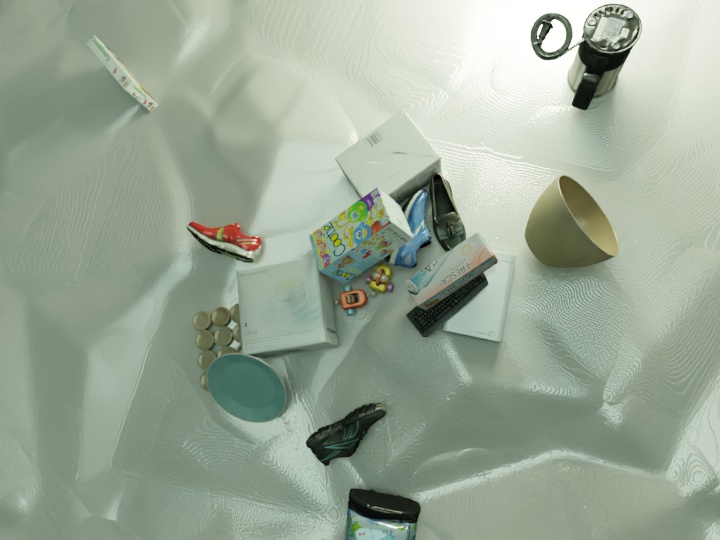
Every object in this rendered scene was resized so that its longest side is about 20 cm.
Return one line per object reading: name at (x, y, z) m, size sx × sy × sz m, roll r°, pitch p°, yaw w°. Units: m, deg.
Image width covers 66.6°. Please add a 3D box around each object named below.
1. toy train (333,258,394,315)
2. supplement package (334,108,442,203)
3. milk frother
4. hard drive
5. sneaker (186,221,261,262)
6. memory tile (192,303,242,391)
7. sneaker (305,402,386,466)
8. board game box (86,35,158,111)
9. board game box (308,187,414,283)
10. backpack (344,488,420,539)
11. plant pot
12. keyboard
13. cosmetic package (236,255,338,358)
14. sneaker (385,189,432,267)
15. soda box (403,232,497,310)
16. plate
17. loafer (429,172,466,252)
toy train at (0.000, 0.000, 1.298) m, size 0.149 × 0.056 × 0.202 m, roll -7°, pitch 78°, yaw 9°
supplement package at (0.069, -0.248, 1.306) m, size 0.199 × 0.111 × 0.156 m, roll -35°, pitch 75°, yaw 2°
milk frother at (0.489, -0.489, 1.234) m, size 0.200 × 0.188 × 0.181 m, roll 42°, pitch 88°, yaw 16°
hard drive at (0.271, 0.052, 1.250) m, size 0.131 × 0.027 × 0.201 m, roll 11°, pitch 81°, yaw 13°
sneaker at (-0.339, -0.086, 1.381) m, size 0.199 × 0.077 × 0.085 m, roll 21°, pitch 72°, yaw 7°
memory tile at (-0.331, 0.187, 1.344) m, size 0.152 × 0.017 × 0.201 m, roll -13°, pitch 76°, yaw 8°
sneaker at (-0.022, 0.365, 1.229) m, size 0.199 × 0.075 × 0.080 m, roll -31°, pitch 88°, yaw 10°
board game box at (-0.647, -0.534, 1.494) m, size 0.035 × 0.126 × 0.200 m, roll -42°, pitch 75°, yaw 1°
board game box at (0.000, -0.075, 1.229) m, size 0.199 × 0.105 × 0.104 m, roll -33°, pitch 57°, yaw 20°
backpack at (0.033, 0.584, 1.140) m, size 0.162 × 0.154 × 0.202 m, roll 12°, pitch 94°, yaw 6°
plant pot at (0.436, -0.084, 1.180) m, size 0.134 × 0.200 × 0.201 m, roll -39°, pitch 71°, yaw 38°
keyboard at (0.184, 0.045, 1.253) m, size 0.200 × 0.021 × 0.127 m, roll -42°, pitch 62°, yaw 10°
cosmetic package at (-0.170, 0.088, 1.279) m, size 0.198 × 0.123 × 0.202 m, roll -10°, pitch 75°, yaw 9°
sneaker at (0.128, -0.096, 1.292) m, size 0.089 × 0.079 × 0.201 m, roll 21°, pitch 77°, yaw -8°
soda box at (0.199, 0.004, 1.210) m, size 0.199 × 0.064 × 0.069 m, roll -35°, pitch 65°, yaw 13°
plate at (-0.260, 0.267, 1.264) m, size 0.199 × 0.026 × 0.201 m, roll 6°, pitch 119°, yaw 11°
loafer at (0.195, -0.133, 1.273) m, size 0.071 × 0.063 × 0.201 m, roll -16°, pitch 68°, yaw 11°
